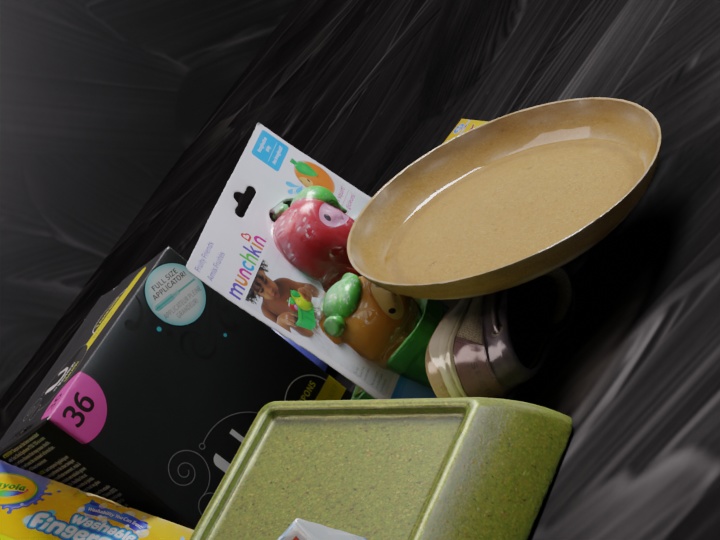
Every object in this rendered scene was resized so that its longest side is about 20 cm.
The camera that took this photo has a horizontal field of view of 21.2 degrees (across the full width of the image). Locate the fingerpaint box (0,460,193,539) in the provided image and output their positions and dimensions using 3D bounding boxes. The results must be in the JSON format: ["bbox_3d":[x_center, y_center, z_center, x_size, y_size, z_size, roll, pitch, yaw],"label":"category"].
[{"bbox_3d":[-0.199,0.217,1.187,0.200,0.073,0.167,14,44,30],"label":"fingerpaint box"}]

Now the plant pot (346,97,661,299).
[{"bbox_3d":[0.088,-0.039,1.147,0.200,0.028,0.200,-20,26,10],"label":"plant pot"}]

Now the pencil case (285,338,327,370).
[{"bbox_3d":[-0.056,0.056,1.530,0.087,0.078,0.200,-34,22,52],"label":"pencil case"}]

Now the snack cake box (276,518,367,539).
[{"bbox_3d":[-0.045,0.229,0.892,0.200,0.067,0.115,-49,57,11],"label":"snack cake box"}]

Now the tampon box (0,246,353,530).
[{"bbox_3d":[-0.111,0.114,1.283,0.126,0.200,0.150,-31,24,57],"label":"tampon box"}]

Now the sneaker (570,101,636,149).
[{"bbox_3d":[0.107,-0.057,1.266,0.200,0.084,0.074,-36,19,48],"label":"sneaker"}]

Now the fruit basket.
[{"bbox_3d":[0.000,0.000,1.214,0.094,0.200,0.185,-44,13,32],"label":"fruit basket"}]

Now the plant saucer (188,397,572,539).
[{"bbox_3d":[-0.012,0.134,1.013,0.200,0.048,0.200,-4,40,32],"label":"plant saucer"}]

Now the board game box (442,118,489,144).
[{"bbox_3d":[0.074,-0.052,1.479,0.135,0.034,0.200,-52,13,-3],"label":"board game box"}]

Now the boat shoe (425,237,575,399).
[{"bbox_3d":[0.097,0.016,1.147,0.065,0.072,0.200,-20,22,31],"label":"boat shoe"}]
